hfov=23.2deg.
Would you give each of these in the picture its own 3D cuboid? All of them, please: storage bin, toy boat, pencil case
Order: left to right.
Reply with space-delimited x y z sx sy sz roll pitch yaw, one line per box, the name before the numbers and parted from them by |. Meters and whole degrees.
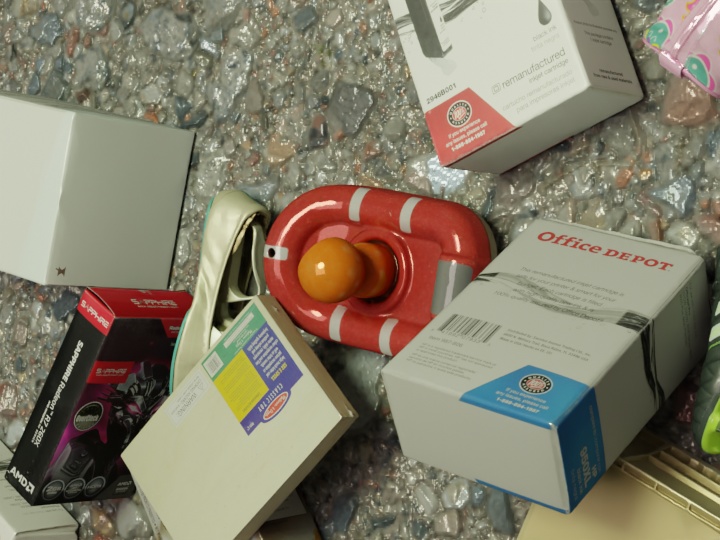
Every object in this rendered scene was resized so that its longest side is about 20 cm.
toy boat | 0.000 0.000 1.376 0.200 0.131 0.131 12 95 38
storage bin | 0.201 0.235 1.234 0.198 0.094 0.201 31 106 35
pencil case | 0.277 -0.217 1.198 0.087 0.087 0.200 46 116 30

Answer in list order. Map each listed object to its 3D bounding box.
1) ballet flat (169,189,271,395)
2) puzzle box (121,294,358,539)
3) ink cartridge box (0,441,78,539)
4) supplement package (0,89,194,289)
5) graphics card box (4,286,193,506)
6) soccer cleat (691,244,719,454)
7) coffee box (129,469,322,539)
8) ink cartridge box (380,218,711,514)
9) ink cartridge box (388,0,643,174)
ballet flat | -0.116 0.031 1.513 0.069 0.069 0.201 15 98 38
puzzle box | -0.100 0.135 1.418 0.200 0.025 0.133 -48 61 23
ink cartridge box | -0.382 0.248 1.697 0.200 0.084 0.146 38 111 33
supplement package | -0.282 -0.077 1.589 0.200 0.150 0.152 15 97 38
graphics card box | -0.222 0.112 1.551 0.051 0.125 0.200 38 110 32
soccer cleat | 0.272 0.029 1.212 0.081 0.067 0.201 37 110 52
coffee box | -0.103 0.226 1.480 0.114 0.080 0.200 -36 67 31
ink cartridge box | 0.135 0.060 1.222 0.144 0.200 0.084 16 134 37
ink cartridge box | 0.107 -0.194 1.329 0.144 0.084 0.201 -27 71 35
